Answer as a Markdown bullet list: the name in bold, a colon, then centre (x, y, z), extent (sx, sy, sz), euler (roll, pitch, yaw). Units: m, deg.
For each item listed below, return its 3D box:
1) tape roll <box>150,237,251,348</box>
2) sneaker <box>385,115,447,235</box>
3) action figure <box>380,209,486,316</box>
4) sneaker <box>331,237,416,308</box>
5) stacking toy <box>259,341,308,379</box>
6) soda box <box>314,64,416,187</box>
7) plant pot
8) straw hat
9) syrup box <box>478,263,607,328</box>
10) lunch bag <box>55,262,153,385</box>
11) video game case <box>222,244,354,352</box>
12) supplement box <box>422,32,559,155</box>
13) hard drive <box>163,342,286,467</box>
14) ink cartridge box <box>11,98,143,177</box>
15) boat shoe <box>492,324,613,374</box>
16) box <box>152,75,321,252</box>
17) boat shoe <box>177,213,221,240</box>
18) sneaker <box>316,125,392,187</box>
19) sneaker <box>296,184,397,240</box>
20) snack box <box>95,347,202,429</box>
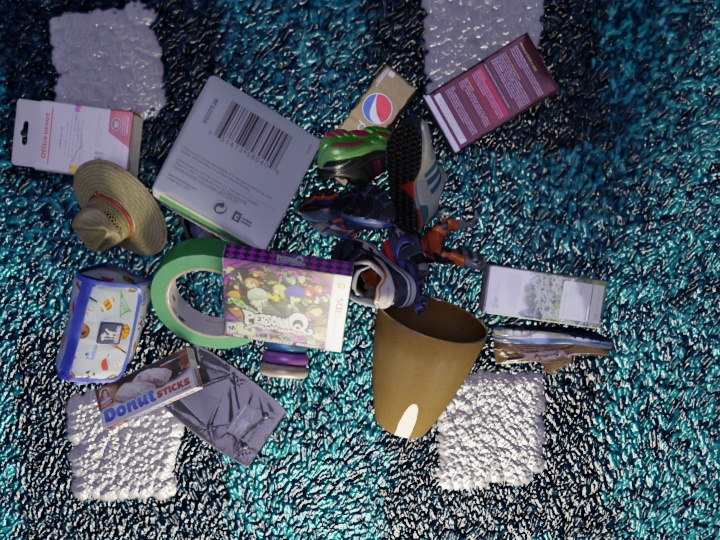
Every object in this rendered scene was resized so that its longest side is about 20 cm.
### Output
- **tape roll**: centre (-0.244, 0.041, 1.336), extent (0.197, 0.048, 0.202), euler (3, 128, 4)
- **sneaker**: centre (0.094, -0.159, 1.270), extent (0.070, 0.093, 0.202), euler (23, 133, 31)
- **action figure**: centre (0.112, -0.008, 1.341), extent (0.191, 0.105, 0.203), euler (-11, 62, 9)
- **sneaker**: centre (0.000, 0.000, 1.305), extent (0.079, 0.199, 0.080), euler (-2, 111, -38)
- **stacking toy**: centre (-0.121, 0.079, 1.377), extent (0.084, 0.085, 0.203), euler (6, 86, 2)
- **soda box**: centre (0.009, -0.238, 1.353), extent (0.067, 0.064, 0.201), euler (37, 95, 0)
- **plant pot**: centre (0.094, 0.164, 1.330), extent (0.184, 0.187, 0.203), euler (15, 109, 2)
- **straw hat**: centre (-0.418, -0.076, 1.316), extent (0.199, 0.085, 0.203), euler (20, 136, 21)
- **syrup box**: centre (0.300, 0.041, 1.347), extent (0.197, 0.081, 0.080), euler (8, 93, 2)
- **lunch bag**: centre (-0.422, 0.086, 1.323), extent (0.122, 0.200, 0.172), euler (15, 93, 2)
- **video game case**: centre (-0.116, 0.047, 1.263), extent (0.197, 0.036, 0.183), euler (9, 135, -1)
- **supplement box**: centre (0.213, -0.290, 1.342), extent (0.198, 0.061, 0.110), euler (-30, 92, 5)
- **hard drive**: centre (-0.238, 0.230, 1.401), extent (0.199, 0.042, 0.136), euler (36, 94, 1)
- **ink cartridge box**: centre (-0.479, -0.220, 1.374), extent (0.197, 0.068, 0.118), euler (8, 93, 0)
- **boat shoe**: centre (0.322, 0.134, 1.362), extent (0.197, 0.072, 0.074), euler (4, 98, 12)
- **box**: centre (-0.200, -0.159, 1.282), extent (0.197, 0.171, 0.202), euler (29, 84, -13)
- **boat shoe**: centre (-0.278, -0.100, 1.377), extent (0.068, 0.057, 0.203), euler (-19, 92, 3)
- **sneaker**: centre (0.009, -0.178, 1.285), extent (0.077, 0.198, 0.084), euler (56, 134, 34)
- **sneaker**: centre (-0.013, -0.089, 1.324), extent (0.076, 0.198, 0.079), euler (-52, 128, -25)
- **snack box**: centre (-0.363, 0.203, 1.384), extent (0.198, 0.024, 0.073), euler (-25, 72, 16)
